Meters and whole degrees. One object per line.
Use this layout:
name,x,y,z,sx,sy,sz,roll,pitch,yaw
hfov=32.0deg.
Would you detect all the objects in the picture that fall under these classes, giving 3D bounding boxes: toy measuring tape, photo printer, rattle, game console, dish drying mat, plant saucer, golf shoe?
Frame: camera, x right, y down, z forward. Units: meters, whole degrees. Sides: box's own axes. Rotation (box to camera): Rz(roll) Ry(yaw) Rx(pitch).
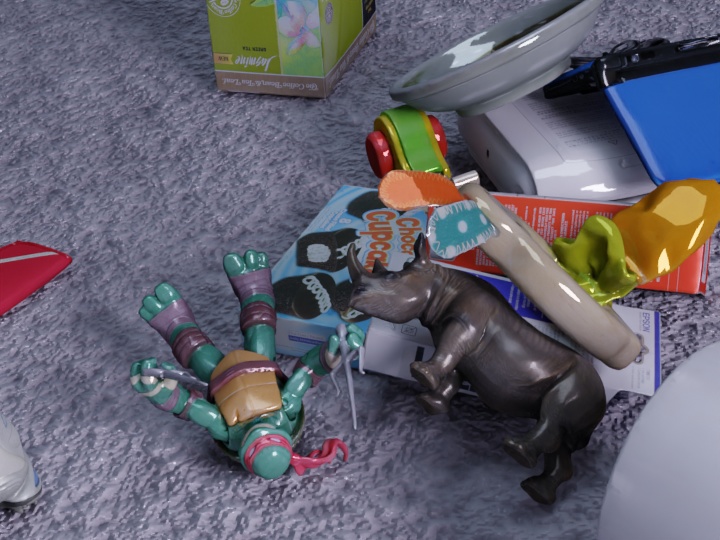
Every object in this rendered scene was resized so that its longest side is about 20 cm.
toy measuring tape,0.049,-0.105,1.065,0.072,0.075,0.200,-14,11,-13
photo printer,0.191,-0.105,1.088,0.164,0.070,0.201,-11,32,-12
rattle,0.126,-0.039,0.770,0.142,0.200,0.131,-36,31,23
game console,0.277,-0.129,1.036,0.197,0.120,0.170,-12,1,-17
dish drying mat,-0.326,0.032,1.008,0.076,0.018,0.200,17,38,31
plant saucer,0.121,-0.175,1.064,0.198,0.051,0.200,-26,12,6
golf shoe,-0.280,0.087,0.837,0.078,0.098,0.199,-31,38,-32

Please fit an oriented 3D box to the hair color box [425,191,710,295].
hair color box,0.155,-0.020,0.929,0.197,0.062,0.101,6,0,19

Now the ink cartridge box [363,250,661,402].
ink cartridge box,0.106,0.048,0.863,0.197,0.040,0.100,13,35,6

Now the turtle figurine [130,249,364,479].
turtle figurine,-0.078,0.070,0.824,0.147,0.102,0.201,-9,35,-17

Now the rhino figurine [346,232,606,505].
rhino figurine,0.068,0.047,0.787,0.199,0.060,0.087,39,67,12

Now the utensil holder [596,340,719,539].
utensil holder,0.235,0.139,0.593,0.169,0.172,0.199,-29,36,-32

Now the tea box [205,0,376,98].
tea box,-0.073,-0.317,1.356,0.132,0.199,0.201,5,32,16

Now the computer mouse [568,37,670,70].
computer mouse,0.287,-0.178,1.217,0.137,0.054,0.200,-14,22,-17

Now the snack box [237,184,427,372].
snack box,0.000,0.000,0.983,0.114,0.038,0.200,9,34,21
